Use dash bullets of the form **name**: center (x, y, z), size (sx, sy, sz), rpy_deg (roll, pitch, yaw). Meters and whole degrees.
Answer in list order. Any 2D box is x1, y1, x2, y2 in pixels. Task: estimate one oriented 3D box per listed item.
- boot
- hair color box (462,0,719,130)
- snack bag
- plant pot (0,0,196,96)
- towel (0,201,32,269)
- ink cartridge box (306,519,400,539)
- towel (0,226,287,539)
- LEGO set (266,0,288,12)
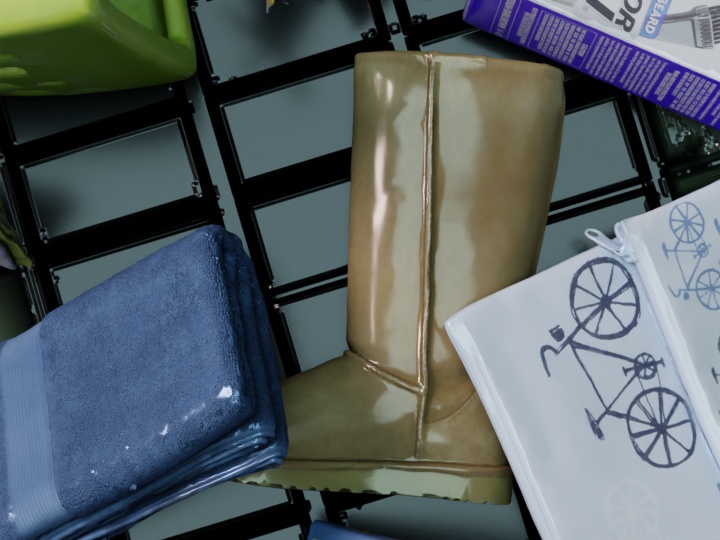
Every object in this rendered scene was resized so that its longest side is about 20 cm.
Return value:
- **boot**: center (0.000, 0.000, 0.936), size (0.174, 0.066, 0.201), rpy_deg (5, 88, -11)
- **hair color box**: center (0.159, -0.131, 0.930), size (0.199, 0.065, 0.110), rpy_deg (23, 76, 1)
- **snack bag**: center (0.153, 0.063, 0.921), size (0.199, 0.021, 0.189), rpy_deg (-23, 88, -18)
- **plant pot**: center (-0.191, -0.169, 0.884), size (0.180, 0.200, 0.200), rpy_deg (-11, 87, 6)
- **towel**: center (-0.249, -0.045, 0.900), size (0.199, 0.144, 0.023), rpy_deg (10, 72, 3)
- **ink cartridge box**: center (0.044, 0.190, 0.850), size (0.076, 0.200, 0.137), rpy_deg (19, 82, -36)
- **towel**: center (-0.123, 0.067, 0.891), size (0.199, 0.048, 0.112), rpy_deg (-29, 51, 23)
- **LEGO set**: center (-0.027, -0.193, 0.906), size (0.154, 0.200, 0.116), rpy_deg (49, 130, 16)
